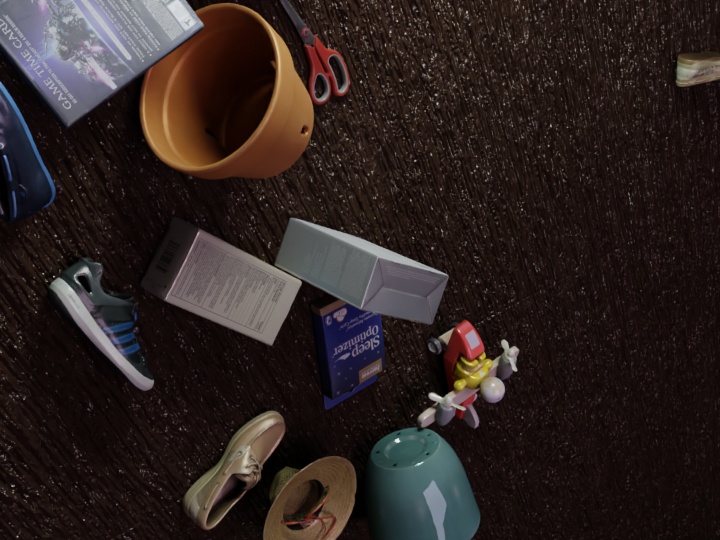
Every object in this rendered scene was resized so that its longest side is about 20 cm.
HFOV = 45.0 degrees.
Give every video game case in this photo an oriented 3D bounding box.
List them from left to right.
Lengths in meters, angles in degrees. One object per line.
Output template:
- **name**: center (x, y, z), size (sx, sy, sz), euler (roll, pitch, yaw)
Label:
- **video game case**: center (-0.290, -0.271, 0.950), size (0.200, 0.019, 0.143), euler (-43, 104, -21)

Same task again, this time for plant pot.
- **plant pot**: center (-0.147, -0.196, 1.050), size (0.140, 0.198, 0.202), euler (25, 90, -62)
- **plant pot**: center (0.095, 0.373, 1.501), size (0.199, 0.199, 0.163), euler (-27, 113, -32)

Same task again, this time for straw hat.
- **straw hat**: center (-0.101, 0.362, 1.382), size (0.199, 0.085, 0.204), euler (-23, 127, -34)

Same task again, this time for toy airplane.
- **toy airplane**: center (0.200, 0.207, 1.561), size (0.198, 0.140, 0.202), euler (27, 88, -46)

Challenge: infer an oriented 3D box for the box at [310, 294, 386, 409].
- **box**: center (-0.015, 0.123, 1.404), size (0.120, 0.032, 0.203), euler (-26, 124, -34)

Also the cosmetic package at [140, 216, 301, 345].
- **cosmetic package**: center (-0.184, 0.017, 1.172), size (0.199, 0.071, 0.106), euler (32, 84, -45)

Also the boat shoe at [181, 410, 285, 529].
- **boat shoe**: center (-0.176, 0.300, 1.300), size (0.200, 0.064, 0.072), euler (-49, 133, -17)

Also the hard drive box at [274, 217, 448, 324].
- **hard drive box**: center (0.000, 0.000, 1.247), size (0.155, 0.199, 0.078), euler (15, 98, -44)

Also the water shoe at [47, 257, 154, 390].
- **water shoe**: center (-0.302, 0.070, 1.084), size (0.079, 0.071, 0.201), euler (-47, 133, -21)

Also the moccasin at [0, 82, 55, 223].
- **moccasin**: center (-0.388, -0.136, 0.910), size (0.068, 0.080, 0.202), euler (-48, 133, -33)

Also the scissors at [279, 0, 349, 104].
- **scissors**: center (-0.067, -0.320, 1.188), size (0.073, 0.014, 0.202), euler (-38, 128, -22)

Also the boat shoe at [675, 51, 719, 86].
- **boat shoe**: center (0.748, -0.432, 1.871), size (0.197, 0.073, 0.064), euler (-8, 119, -29)
